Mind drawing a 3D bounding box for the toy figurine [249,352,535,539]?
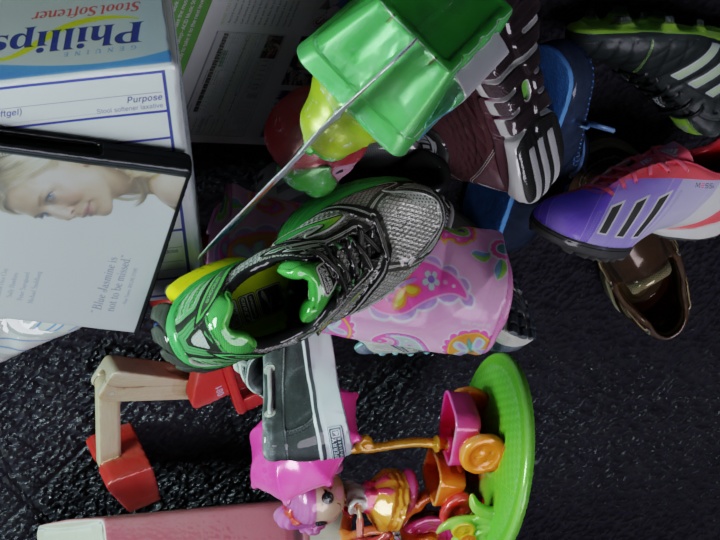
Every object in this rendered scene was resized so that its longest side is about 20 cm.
[{"bbox_3d":[0.007,0.146,1.776,0.184,0.150,0.200,5,125,-17],"label":"toy figurine"}]

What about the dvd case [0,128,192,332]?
[{"bbox_3d":[-0.209,-0.026,1.436,0.199,0.018,0.143,7,135,-16],"label":"dvd case"}]

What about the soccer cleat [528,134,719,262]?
[{"bbox_3d":[0.193,-0.055,1.719,0.200,0.068,0.073,-9,128,-44],"label":"soccer cleat"}]

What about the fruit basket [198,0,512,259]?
[{"bbox_3d":[0.001,-0.097,1.494,0.200,0.094,0.185,-51,178,36],"label":"fruit basket"}]

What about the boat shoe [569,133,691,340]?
[{"bbox_3d":[0.204,-0.020,1.829,0.075,0.075,0.202,-32,140,2],"label":"boat shoe"}]

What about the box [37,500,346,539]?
[{"bbox_3d":[-0.121,0.229,1.824,0.200,0.109,0.128,-2,174,-31],"label":"box"}]

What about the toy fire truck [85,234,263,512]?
[{"bbox_3d":[-0.135,0.072,1.738,0.141,0.049,0.200,-23,139,-7],"label":"toy fire truck"}]

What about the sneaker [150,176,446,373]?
[{"bbox_3d":[-0.023,0.006,1.489,0.200,0.085,0.078,-32,105,-27],"label":"sneaker"}]

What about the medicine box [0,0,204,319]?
[{"bbox_3d":[-0.192,-0.074,1.476,0.182,0.103,0.200,-6,136,-3],"label":"medicine box"}]

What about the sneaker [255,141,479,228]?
[{"bbox_3d":[0.037,-0.038,1.662,0.200,0.075,0.115,15,153,-39],"label":"sneaker"}]

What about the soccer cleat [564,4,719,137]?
[{"bbox_3d":[0.222,-0.136,1.717,0.200,0.067,0.081,4,100,-36],"label":"soccer cleat"}]

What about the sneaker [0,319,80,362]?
[{"bbox_3d":[-0.223,0.022,1.627,0.199,0.075,0.087,-10,145,-13],"label":"sneaker"}]

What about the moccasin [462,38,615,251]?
[{"bbox_3d":[0.124,-0.092,1.720,0.068,0.081,0.200,-14,152,-26],"label":"moccasin"}]

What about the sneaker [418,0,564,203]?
[{"bbox_3d":[0.058,-0.137,1.619,0.076,0.115,0.200,-39,127,-45],"label":"sneaker"}]

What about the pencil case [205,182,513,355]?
[{"bbox_3d":[0.000,0.000,1.592,0.199,0.088,0.088,9,130,-11],"label":"pencil case"}]

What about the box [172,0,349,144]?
[{"bbox_3d":[-0.064,-0.145,1.569,0.200,0.036,0.145,0,132,-33],"label":"box"}]

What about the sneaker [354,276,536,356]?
[{"bbox_3d":[0.037,0.024,1.790,0.200,0.078,0.086,16,135,-34],"label":"sneaker"}]

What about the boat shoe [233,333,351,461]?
[{"bbox_3d":[-0.052,0.057,1.644,0.068,0.200,0.074,-10,132,-3],"label":"boat shoe"}]
